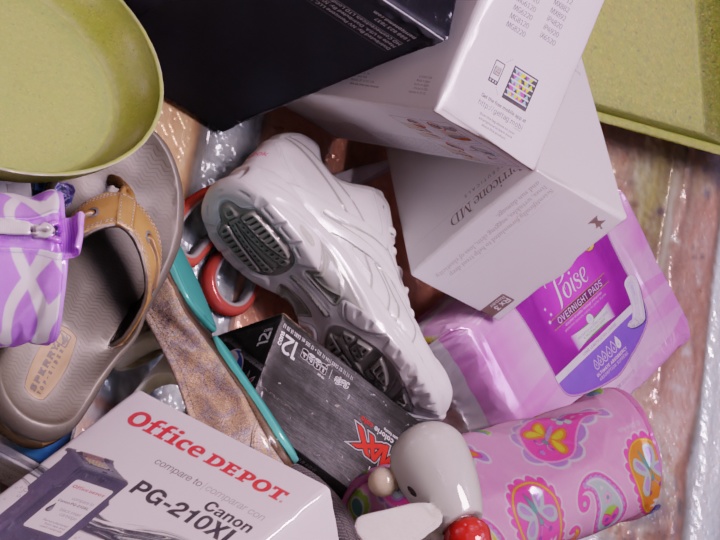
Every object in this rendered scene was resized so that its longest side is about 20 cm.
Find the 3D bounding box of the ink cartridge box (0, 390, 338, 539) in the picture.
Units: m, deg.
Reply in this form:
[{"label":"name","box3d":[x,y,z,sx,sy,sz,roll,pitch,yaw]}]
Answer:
[{"label":"ink cartridge box","box3d":[-0.124,0.165,1.463,0.200,0.144,0.085,-38,137,-34]}]

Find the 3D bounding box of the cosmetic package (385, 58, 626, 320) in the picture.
[{"label":"cosmetic package","box3d":[0.078,-0.084,1.757,0.081,0.113,0.201,28,34,-34]}]

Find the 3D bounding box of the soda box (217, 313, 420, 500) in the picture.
[{"label":"soda box","box3d":[-0.007,0.111,1.695,0.200,0.063,0.071,39,55,-29]}]

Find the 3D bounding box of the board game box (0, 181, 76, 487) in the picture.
[{"label":"board game box","box3d":[-0.192,0.004,1.564,0.126,0.034,0.201,33,54,-33]}]

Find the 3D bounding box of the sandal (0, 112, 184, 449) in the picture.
[{"label":"sandal","box3d":[-0.142,0.000,1.540,0.081,0.055,0.201,33,56,-11]}]

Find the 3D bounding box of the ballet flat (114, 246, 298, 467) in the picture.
[{"label":"ballet flat","box3d":[-0.104,0.045,1.603,0.201,0.067,0.068,59,1,35]}]

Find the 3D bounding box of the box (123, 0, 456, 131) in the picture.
[{"label":"box","box3d":[-0.041,-0.211,1.664,0.123,0.198,0.201,29,58,-32]}]

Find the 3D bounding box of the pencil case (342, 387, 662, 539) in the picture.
[{"label":"pencil case","box3d":[0.084,0.129,1.673,0.199,0.087,0.088,-17,89,-41]}]

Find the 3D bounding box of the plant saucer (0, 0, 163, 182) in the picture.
[{"label":"plant saucer","box3d":[-0.201,-0.114,1.549,0.199,0.031,0.201,20,39,-17]}]

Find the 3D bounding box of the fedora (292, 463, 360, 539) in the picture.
[{"label":"fedora","box3d":[-0.079,0.197,1.559,0.201,0.176,0.091,-101,-177,-52]}]

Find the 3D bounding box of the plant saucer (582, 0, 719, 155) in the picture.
[{"label":"plant saucer","box3d":[0.190,-0.177,1.983,0.199,0.048,0.201,12,70,-41]}]

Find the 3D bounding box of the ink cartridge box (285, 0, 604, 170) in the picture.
[{"label":"ink cartridge box","box3d":[0.047,-0.162,1.698,0.084,0.200,0.177,28,82,-35]}]

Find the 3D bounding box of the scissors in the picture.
[{"label":"scissors","box3d":[-0.045,-0.045,1.740,0.200,0.014,0.073,-43,106,-41]}]

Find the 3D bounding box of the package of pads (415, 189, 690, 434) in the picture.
[{"label":"package of pads","box3d":[0.112,0.043,1.822,0.200,0.075,0.121,-40,107,-43]}]

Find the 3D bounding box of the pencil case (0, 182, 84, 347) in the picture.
[{"label":"pencil case","box3d":[-0.236,-0.005,1.447,0.199,0.086,0.085,0,73,-17]}]

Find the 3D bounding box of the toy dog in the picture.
[{"label":"toy dog","box3d":[0.032,0.180,1.497,0.200,0.096,0.133,-106,180,-55]}]

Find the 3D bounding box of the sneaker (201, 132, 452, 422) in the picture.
[{"label":"sneaker","box3d":[0.000,0.000,1.709,0.200,0.078,0.100,54,49,-20]}]
